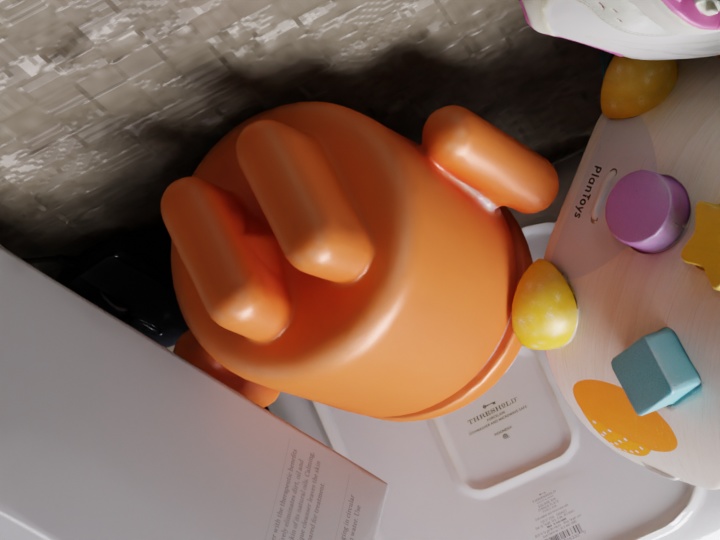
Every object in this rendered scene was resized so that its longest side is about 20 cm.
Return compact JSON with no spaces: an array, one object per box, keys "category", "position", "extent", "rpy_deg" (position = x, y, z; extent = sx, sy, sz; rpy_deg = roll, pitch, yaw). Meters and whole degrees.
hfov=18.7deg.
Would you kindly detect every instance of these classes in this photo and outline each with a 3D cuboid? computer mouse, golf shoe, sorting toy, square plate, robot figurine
[{"category":"computer mouse","position":[-0.122,0.005,0.901],"extent":[0.059,0.034,0.200],"rpy_deg":[-35,154,28]},{"category":"golf shoe","position":[0.141,-0.117,0.854],"extent":[0.091,0.075,0.200],"rpy_deg":[-12,172,42]},{"category":"sorting toy","position":[0.169,-0.002,0.856],"extent":[0.107,0.180,0.200],"rpy_deg":[20,92,-40]},{"category":"square plate","position":[0.066,0.067,1.002],"extent":[0.200,0.198,0.028],"rpy_deg":[-25,170,4]},{"category":"robot figurine","position":[0.002,-0.001,0.898],"extent":[0.200,0.117,0.144],"rpy_deg":[24,86,-60]}]

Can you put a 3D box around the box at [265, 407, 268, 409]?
[{"category":"box","position":[-0.017,0.121,1.241],"extent":[0.193,0.048,0.200],"rpy_deg":[-38,152,26]}]

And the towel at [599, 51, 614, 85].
[{"category":"towel","position":[0.192,-0.048,0.985],"extent":[0.200,0.022,0.147],"rpy_deg":[-13,113,-25]}]

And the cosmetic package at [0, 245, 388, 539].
[{"category":"cosmetic package","position":[-0.097,0.089,0.851],"extent":[0.200,0.108,0.085],"rpy_deg":[33,139,-19]}]
